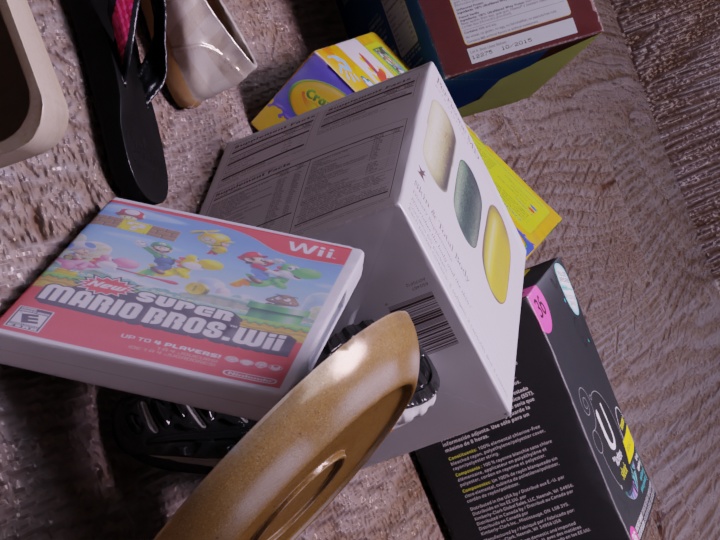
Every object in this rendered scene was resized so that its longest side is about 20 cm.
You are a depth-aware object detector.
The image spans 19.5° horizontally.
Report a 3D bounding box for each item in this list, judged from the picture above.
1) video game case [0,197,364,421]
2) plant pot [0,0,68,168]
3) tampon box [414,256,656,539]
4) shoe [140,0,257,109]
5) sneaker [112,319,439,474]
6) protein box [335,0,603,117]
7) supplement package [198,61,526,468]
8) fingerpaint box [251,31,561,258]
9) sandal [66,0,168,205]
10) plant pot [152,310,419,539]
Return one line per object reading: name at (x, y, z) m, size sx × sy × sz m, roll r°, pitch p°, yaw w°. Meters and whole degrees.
video game case at (-0.085, 0.015, 1.034) m, size 0.200 × 0.143 × 0.017 m, roll -62°, pitch 163°, yaw -68°
plant pot at (-0.206, -0.096, 0.715) m, size 0.177 × 0.200 × 0.200 m, roll 22°, pitch 48°, yaw -83°
tampon box at (0.117, 0.113, 1.530) m, size 0.200 × 0.126 × 0.150 m, roll 67°, pitch 17°, yaw -6°
shoe at (-0.122, -0.201, 1.287) m, size 0.200 × 0.053 × 0.070 m, roll 68°, pitch 17°, yaw -6°
sneaker at (-0.047, 0.082, 1.108) m, size 0.200 × 0.079 × 0.074 m, roll -5°, pitch 54°, yaw -42°
protein box at (0.067, -0.234, 1.630) m, size 0.199 × 0.135 × 0.200 m, roll 141°, pitch -69°, yaw -74°
supplement package at (0.000, 0.000, 1.263) m, size 0.152 × 0.150 × 0.200 m, roll 62°, pitch 19°, yaw -23°
fingerpaint box at (0.036, -0.068, 1.471) m, size 0.200 × 0.073 × 0.167 m, roll 45°, pitch 18°, yaw 2°
sandal at (-0.131, -0.134, 1.197) m, size 0.075 × 0.045 × 0.200 m, roll 25°, pitch 47°, yaw -66°
plant pot at (-0.037, 0.101, 0.974) m, size 0.027 × 0.200 × 0.200 m, roll 43°, pitch 14°, yaw 11°
